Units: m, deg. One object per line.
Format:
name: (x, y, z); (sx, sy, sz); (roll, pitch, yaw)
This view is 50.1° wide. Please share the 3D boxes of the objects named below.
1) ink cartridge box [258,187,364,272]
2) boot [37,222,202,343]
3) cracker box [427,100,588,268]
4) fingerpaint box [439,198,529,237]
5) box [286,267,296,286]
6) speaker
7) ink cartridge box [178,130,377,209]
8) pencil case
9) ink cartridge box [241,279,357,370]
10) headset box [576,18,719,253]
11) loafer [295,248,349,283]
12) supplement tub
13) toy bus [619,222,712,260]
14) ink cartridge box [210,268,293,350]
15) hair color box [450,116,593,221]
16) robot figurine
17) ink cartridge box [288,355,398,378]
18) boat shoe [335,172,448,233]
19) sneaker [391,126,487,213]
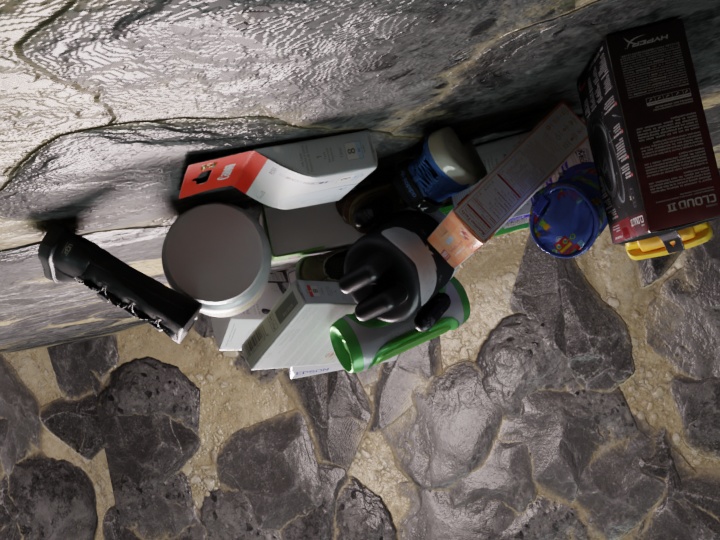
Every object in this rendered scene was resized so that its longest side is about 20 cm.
ink cartridge box: (-0.084, -0.060, 1.215); (0.143, 0.085, 0.200); (-12, 176, -12)
boot: (-0.299, 0.023, 0.983); (0.198, 0.066, 0.165); (27, 169, -7)
cracker box: (0.178, -0.100, 0.942); (0.200, 0.058, 0.134); (-44, 177, -13)
fingerpaint box: (0.193, -0.106, 1.225); (0.198, 0.074, 0.167); (-15, -163, 27)
box: (-0.011, 0.002, 1.285); (0.199, 0.061, 0.116); (-14, 177, -46)
speaker: (0.058, 0.075, 1.111); (0.198, 0.090, 0.088); (-22, 180, -21)
ink cartridge box: (-0.097, -0.099, 0.864); (0.197, 0.048, 0.160); (-14, 177, -19)
pencil case: (0.252, -0.077, 0.898); (0.200, 0.086, 0.079); (-33, 153, -60)
ink cartridge box: (-0.057, 0.080, 1.151); (0.198, 0.050, 0.162); (-1, 141, -47)
headset box: (0.279, -0.115, 0.752); (0.076, 0.203, 0.149); (-13, 176, 6)
loafer: (0.000, 0.000, 1.156); (0.198, 0.076, 0.069); (-10, 178, -36)
supplement tub: (-0.193, -0.013, 1.052); (0.143, 0.147, 0.200); (-12, 176, -9)
toy bus: (0.373, -0.129, 1.002); (0.134, 0.203, 0.191); (-17, 167, 23)
ink cartridge box: (-0.151, 0.055, 1.306); (0.197, 0.146, 0.084); (2, 134, -29)
hair color box: (0.222, -0.129, 1.066); (0.197, 0.111, 0.065); (-13, 176, 13)
robot figurine: (0.055, -0.008, 1.031); (0.123, 0.152, 0.200); (17, -147, 28)
ink cartridge box: (-0.020, 0.107, 1.255); (0.193, 0.044, 0.201); (-8, 152, -11)
boat shoe: (0.051, -0.113, 1.127); (0.198, 0.073, 0.067); (-20, -146, -32)
sneaker: (0.087, -0.117, 0.955); (0.110, 0.078, 0.200); (-28, 178, 18)
